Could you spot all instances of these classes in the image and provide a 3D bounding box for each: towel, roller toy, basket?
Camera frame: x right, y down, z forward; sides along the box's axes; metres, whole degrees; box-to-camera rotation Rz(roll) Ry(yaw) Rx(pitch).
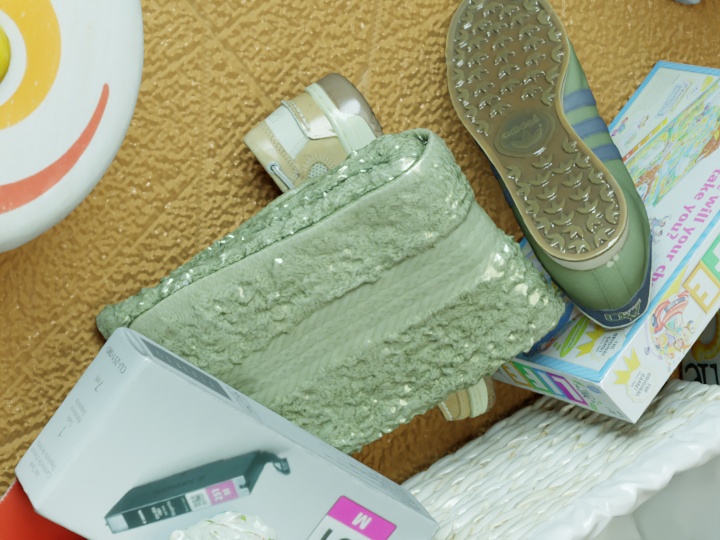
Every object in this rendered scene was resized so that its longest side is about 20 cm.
[{"bbox_3d":[-0.013,0.026,1.413,0.200,0.037,0.148,-31,123,15],"label":"towel"},{"bbox_3d":[-0.192,-0.101,1.265,0.200,0.140,0.183,-37,117,-23],"label":"roller toy"},{"bbox_3d":[0.130,0.176,1.515,0.200,0.161,0.198,-31,114,-24],"label":"basket"}]

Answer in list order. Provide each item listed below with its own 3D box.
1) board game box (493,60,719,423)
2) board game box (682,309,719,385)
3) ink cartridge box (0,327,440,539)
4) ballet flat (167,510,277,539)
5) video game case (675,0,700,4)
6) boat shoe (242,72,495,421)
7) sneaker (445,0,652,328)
[{"bbox_3d":[0.150,-0.019,1.509,0.200,0.134,0.034,-52,121,-14],"label":"board game box"},{"bbox_3d":[0.246,0.018,1.597,0.103,0.105,0.200,-10,103,-31],"label":"board game box"},{"bbox_3d":[-0.087,0.144,1.407,0.200,0.044,0.174,32,97,-33],"label":"ink cartridge box"},{"bbox_3d":[-0.118,0.186,1.361,0.200,0.064,0.076,-38,127,11],"label":"ballet flat"},{"bbox_3d":[0.137,-0.262,1.525,0.200,0.022,0.183,24,85,-35],"label":"video game case"},{"bbox_3d":[0.000,0.000,1.462,0.076,0.072,0.200,-31,110,-9],"label":"boat shoe"},{"bbox_3d":[0.098,-0.053,1.462,0.067,0.200,0.090,-24,138,6],"label":"sneaker"}]
